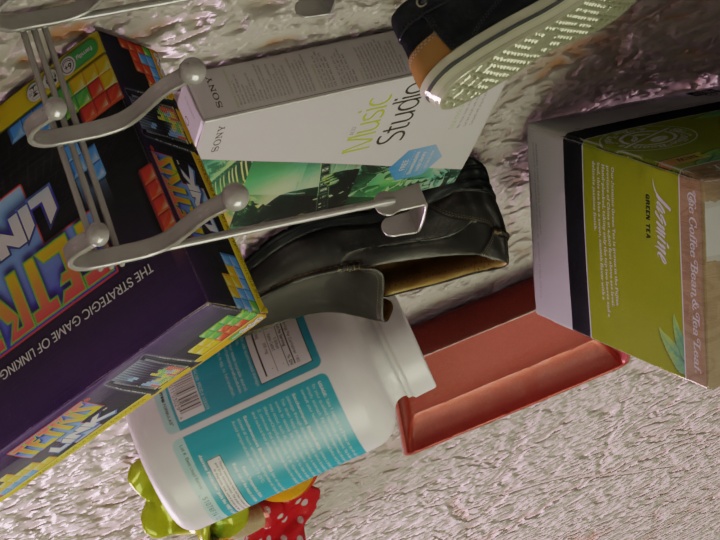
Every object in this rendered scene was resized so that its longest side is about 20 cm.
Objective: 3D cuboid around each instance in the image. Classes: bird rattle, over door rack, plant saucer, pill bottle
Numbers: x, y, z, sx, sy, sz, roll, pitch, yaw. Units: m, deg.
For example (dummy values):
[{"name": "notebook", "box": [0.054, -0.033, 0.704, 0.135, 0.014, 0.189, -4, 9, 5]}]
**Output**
[{"name": "bird rattle", "box": [-0.069, 0.166, 1.698, 0.163, 0.113, 0.200, -50, 152, 16]}, {"name": "over door rack", "box": [-0.067, -0.085, 1.091, 0.199, 0.149, 0.067, -8, 157, -31]}, {"name": "plant saucer", "box": [0.112, 0.060, 1.716, 0.199, 0.037, 0.200, -22, 158, -5]}, {"name": "pill bottle", "box": [-0.052, 0.089, 1.523, 0.199, 0.111, 0.111, -24, 157, 2]}]

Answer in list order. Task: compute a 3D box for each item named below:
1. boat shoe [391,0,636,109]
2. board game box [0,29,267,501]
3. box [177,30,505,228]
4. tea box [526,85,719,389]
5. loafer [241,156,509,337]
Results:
[{"name": "boat shoe", "box": [0.099, -0.155, 1.213, 0.199, 0.062, 0.075, -31, 164, -26]}, {"name": "board game box", "box": [-0.164, 0.002, 1.159, 0.200, 0.166, 0.057, -35, 155, 23]}, {"name": "box", "box": [-0.018, -0.079, 1.292, 0.199, 0.036, 0.145, -13, 154, -22]}, {"name": "tea box", "box": [0.238, -0.031, 1.403, 0.199, 0.135, 0.196, -13, -161, -26]}, {"name": "loafer", "box": [0.000, 0.000, 1.432, 0.199, 0.073, 0.073, -26, 158, 7]}]
